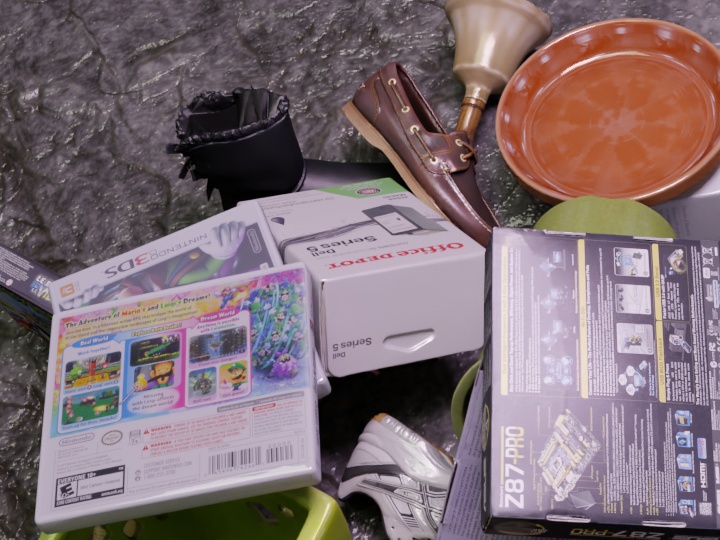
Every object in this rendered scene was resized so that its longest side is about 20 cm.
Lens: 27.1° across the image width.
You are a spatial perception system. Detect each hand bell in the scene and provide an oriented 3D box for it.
[{"bbox_3d":[0.101,-0.144,1.359,0.104,0.104,0.200,9,72,24],"label":"hand bell"}]

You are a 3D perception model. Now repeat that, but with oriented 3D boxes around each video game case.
[{"bbox_3d":[-0.134,0.049,1.121,0.181,0.023,0.200,-23,48,-1],"label":"video game case"},{"bbox_3d":[-0.128,0.087,1.057,0.199,0.024,0.182,-12,50,9],"label":"video game case"}]

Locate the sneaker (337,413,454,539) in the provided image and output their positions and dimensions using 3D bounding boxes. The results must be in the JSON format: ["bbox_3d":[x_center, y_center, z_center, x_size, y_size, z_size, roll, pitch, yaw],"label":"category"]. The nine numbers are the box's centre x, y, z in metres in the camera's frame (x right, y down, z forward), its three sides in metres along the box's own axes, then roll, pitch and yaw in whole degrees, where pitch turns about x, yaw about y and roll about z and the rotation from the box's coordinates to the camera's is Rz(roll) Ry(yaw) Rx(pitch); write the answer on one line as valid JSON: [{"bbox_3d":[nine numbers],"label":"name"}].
[{"bbox_3d":[0.067,0.193,1.149,0.200,0.076,0.088,30,85,37],"label":"sneaker"}]

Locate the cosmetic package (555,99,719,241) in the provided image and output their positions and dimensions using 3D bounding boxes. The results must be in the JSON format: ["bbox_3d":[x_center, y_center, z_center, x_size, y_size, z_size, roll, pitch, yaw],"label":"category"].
[{"bbox_3d":[0.271,-0.079,1.251,0.199,0.071,0.102,-10,54,12],"label":"cosmetic package"}]

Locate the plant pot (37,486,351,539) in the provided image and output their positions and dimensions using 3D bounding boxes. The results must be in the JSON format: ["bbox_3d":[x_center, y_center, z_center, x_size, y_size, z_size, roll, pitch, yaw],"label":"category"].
[{"bbox_3d":[-0.117,0.251,1.095,0.200,0.182,0.199,20,66,29],"label":"plant pot"}]

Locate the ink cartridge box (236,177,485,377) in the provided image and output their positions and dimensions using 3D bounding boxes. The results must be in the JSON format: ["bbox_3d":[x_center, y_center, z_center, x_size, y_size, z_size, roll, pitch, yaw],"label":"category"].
[{"bbox_3d":[0.000,0.000,1.211,0.145,0.084,0.200,-10,24,-21],"label":"ink cartridge box"}]

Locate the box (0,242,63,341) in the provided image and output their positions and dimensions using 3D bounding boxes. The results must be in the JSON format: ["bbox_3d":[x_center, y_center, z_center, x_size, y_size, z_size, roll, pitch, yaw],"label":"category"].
[{"bbox_3d":[-0.257,0.044,1.327,0.200,0.110,0.035,25,68,32],"label":"box"}]

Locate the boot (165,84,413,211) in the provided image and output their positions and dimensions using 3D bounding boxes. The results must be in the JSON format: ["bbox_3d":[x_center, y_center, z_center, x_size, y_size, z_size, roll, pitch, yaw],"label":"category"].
[{"bbox_3d":[-0.060,-0.097,1.321,0.198,0.163,0.074,-7,53,13],"label":"boot"}]

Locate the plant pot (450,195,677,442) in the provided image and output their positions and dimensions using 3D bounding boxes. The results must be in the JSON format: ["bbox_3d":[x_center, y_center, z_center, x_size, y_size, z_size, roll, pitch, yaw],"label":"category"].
[{"bbox_3d":[0.180,0.047,1.142,0.199,0.200,0.190,-3,45,17],"label":"plant pot"}]

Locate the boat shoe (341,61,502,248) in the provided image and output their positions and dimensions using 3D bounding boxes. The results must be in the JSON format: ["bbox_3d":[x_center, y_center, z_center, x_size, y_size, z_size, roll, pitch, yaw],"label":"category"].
[{"bbox_3d":[0.064,-0.099,1.296,0.070,0.070,0.200,-43,70,11],"label":"boat shoe"}]

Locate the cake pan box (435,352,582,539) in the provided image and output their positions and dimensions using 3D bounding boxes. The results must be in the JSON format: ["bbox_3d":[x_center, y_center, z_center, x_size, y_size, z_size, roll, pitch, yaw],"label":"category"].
[{"bbox_3d":[0.150,0.165,1.034,0.184,0.201,0.052,12,17,3],"label":"cake pan box"}]

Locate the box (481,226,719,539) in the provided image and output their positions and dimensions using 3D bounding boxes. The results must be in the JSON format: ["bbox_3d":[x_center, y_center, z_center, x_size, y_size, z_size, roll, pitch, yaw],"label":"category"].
[{"bbox_3d":[0.161,0.074,0.968,0.161,0.049,0.201,3,66,-3],"label":"box"}]

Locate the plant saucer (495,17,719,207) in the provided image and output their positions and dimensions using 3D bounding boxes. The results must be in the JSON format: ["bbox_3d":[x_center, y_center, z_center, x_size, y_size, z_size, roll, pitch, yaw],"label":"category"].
[{"bbox_3d":[0.213,-0.127,1.240,0.200,0.032,0.201,-10,53,14],"label":"plant saucer"}]

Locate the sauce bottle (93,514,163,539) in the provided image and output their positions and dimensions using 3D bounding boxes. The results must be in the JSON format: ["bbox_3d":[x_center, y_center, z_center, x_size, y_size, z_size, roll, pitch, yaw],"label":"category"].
[{"bbox_3d":[-0.181,0.141,1.214,0.065,0.065,0.201,3,87,21],"label":"sauce bottle"}]

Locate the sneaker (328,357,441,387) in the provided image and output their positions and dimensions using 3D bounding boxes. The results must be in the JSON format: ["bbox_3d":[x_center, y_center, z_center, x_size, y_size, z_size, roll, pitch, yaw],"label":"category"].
[{"bbox_3d":[-0.031,0.092,1.251,0.199,0.071,0.099,4,76,10],"label":"sneaker"}]
